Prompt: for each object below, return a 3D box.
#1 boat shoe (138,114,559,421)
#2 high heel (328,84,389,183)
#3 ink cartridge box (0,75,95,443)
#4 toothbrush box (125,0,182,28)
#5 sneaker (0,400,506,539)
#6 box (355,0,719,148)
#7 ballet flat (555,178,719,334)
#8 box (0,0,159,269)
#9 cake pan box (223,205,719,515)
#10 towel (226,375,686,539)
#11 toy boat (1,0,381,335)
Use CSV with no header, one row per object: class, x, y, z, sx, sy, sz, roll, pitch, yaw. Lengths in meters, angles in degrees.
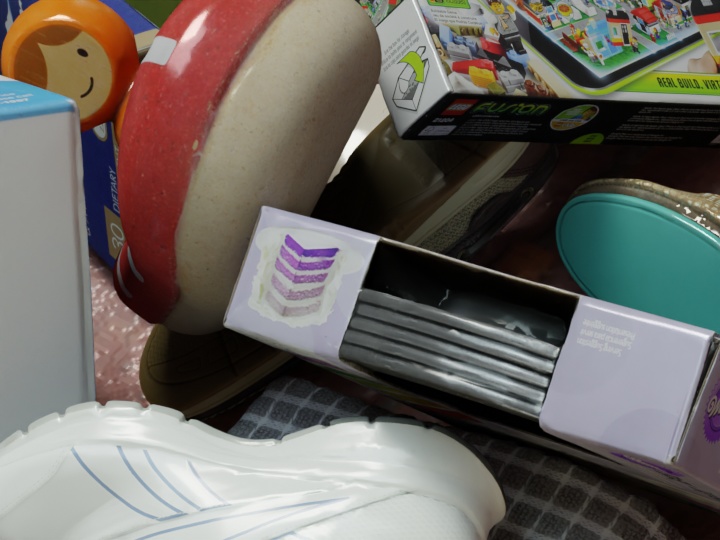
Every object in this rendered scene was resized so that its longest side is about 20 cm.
boat shoe,0.000,0.000,1.219,0.200,0.065,0.073,-38,45,10
high heel,0.018,-0.051,1.288,0.200,0.096,0.068,-30,59,19
ink cartridge box,-0.208,-0.001,1.121,0.146,0.147,0.200,-10,17,-29
toothbrush box,-0.046,-0.192,1.375,0.199,0.086,0.146,-18,43,5
sneaker,-0.053,0.097,1.024,0.199,0.075,0.087,-2,51,16
box,0.080,-0.104,1.195,0.035,0.200,0.110,-40,62,41
ballet flat,0.165,0.013,1.157,0.065,0.071,0.200,-21,39,-41
box,-0.136,-0.087,1.307,0.032,0.121,0.200,-21,39,-23
cake pan box,0.074,0.040,1.060,0.184,0.200,0.052,15,83,30
towel,-0.003,0.130,1.082,0.200,0.086,0.166,18,56,33
toy boat,-0.074,-0.059,1.123,0.130,0.200,0.131,27,79,-4
